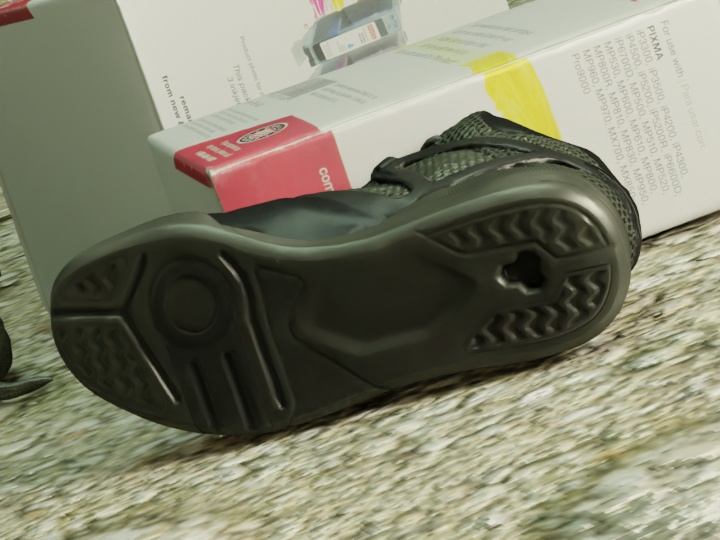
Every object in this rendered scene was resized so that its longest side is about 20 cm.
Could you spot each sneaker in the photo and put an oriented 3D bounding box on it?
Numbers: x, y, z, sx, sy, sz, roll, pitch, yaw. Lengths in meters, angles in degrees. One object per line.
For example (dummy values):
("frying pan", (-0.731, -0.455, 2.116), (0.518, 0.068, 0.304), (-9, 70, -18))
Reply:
("sneaker", (0.000, 0.000, 0.967), (0.199, 0.076, 0.114), (-13, 10, 17))

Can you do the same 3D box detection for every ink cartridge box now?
("ink cartridge box", (0.035, -0.041, 1.081), (0.200, 0.084, 0.145), (-21, 10, -9))
("ink cartridge box", (-0.046, -0.082, 1.282), (0.200, 0.145, 0.145), (-25, 11, -35))

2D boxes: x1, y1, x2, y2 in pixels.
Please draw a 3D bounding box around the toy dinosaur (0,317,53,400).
("toy dinosaur", (-0.195, 0.017, 1.221), (0.200, 0.077, 0.102), (2, -13, 31))
